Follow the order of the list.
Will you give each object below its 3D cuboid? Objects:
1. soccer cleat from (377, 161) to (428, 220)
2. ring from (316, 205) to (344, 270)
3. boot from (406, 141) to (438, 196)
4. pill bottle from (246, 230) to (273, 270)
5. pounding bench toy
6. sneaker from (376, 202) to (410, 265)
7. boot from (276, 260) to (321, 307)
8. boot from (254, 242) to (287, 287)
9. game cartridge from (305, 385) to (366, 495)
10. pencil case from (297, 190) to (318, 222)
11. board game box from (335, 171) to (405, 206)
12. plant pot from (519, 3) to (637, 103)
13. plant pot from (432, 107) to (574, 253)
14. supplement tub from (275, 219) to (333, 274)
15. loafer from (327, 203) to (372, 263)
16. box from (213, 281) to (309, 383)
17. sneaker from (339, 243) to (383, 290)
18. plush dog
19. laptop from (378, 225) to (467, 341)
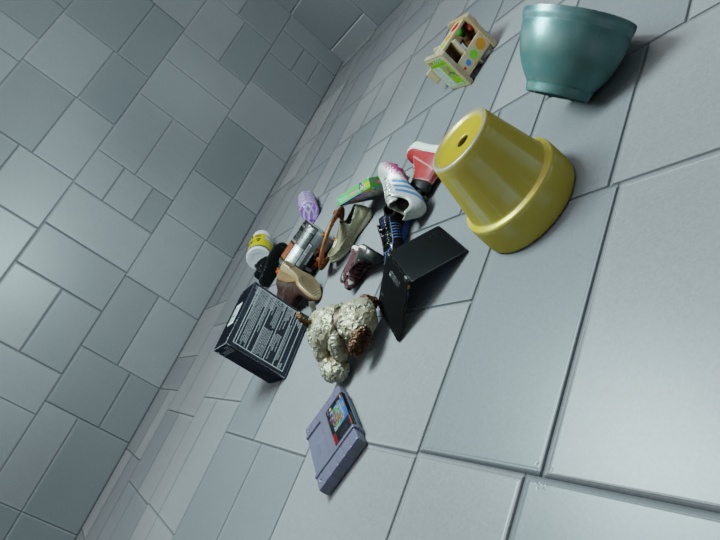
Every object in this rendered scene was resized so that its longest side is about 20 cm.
[{"bbox_3d":[0.085,-0.198,1.381,0.085,0.071,0.201,-23,52,-23],"label":"soccer cleat"},{"bbox_3d":[-0.092,-0.099,1.702,0.200,0.019,0.206,22,-91,-82],"label":"ring"},{"bbox_3d":[0.147,-0.254,1.466,0.146,0.072,0.200,-57,24,1],"label":"boot"},{"bbox_3d":[-0.450,-0.097,2.528,0.115,0.113,0.201,-48,22,19],"label":"pill bottle"},{"bbox_3d":[0.280,-0.643,1.655,0.158,0.123,0.200,-56,20,-1],"label":"pounding bench toy"},{"bbox_3d":[0.071,-0.082,1.364,0.070,0.077,0.203,-39,26,37],"label":"sneaker"},{"bbox_3d":[-0.198,0.086,1.745,0.199,0.071,0.170,39,127,36],"label":"boot"},{"bbox_3d":[-0.372,-0.039,2.315,0.204,0.075,0.168,-61,24,4],"label":"boot"},{"bbox_3d":[-0.053,0.326,1.111,0.132,0.038,0.200,-58,20,7],"label":"game cartridge"},{"bbox_3d":[-0.215,-0.263,2.290,0.201,0.081,0.088,-109,21,-68],"label":"pencil case"},{"bbox_3d":[0.029,-0.236,1.640,0.132,0.030,0.199,-16,-1,-31],"label":"board game box"},{"bbox_3d":[0.370,-0.379,1.005,0.201,0.194,0.138,-116,36,-67],"label":"plant pot"},{"bbox_3d":[0.232,-0.167,0.968,0.201,0.187,0.203,-44,24,25],"label":"plant pot"},{"bbox_3d":[-0.187,-0.052,1.848,0.202,0.121,0.122,-55,20,3],"label":"supplement tub"},{"bbox_3d":[-0.043,-0.117,1.692,0.202,0.068,0.076,-55,20,3],"label":"loafer"},{"bbox_3d":[-0.280,0.181,1.604,0.122,0.196,0.204,-29,32,53],"label":"box"},{"bbox_3d":[0.000,0.000,1.435,0.118,0.074,0.200,-63,10,-4],"label":"sneaker"},{"bbox_3d":[-0.035,0.118,1.228,0.169,0.161,0.203,-23,34,29],"label":"plush dog"},{"bbox_3d":[0.123,0.021,1.193,0.188,0.112,0.206,-119,37,-68],"label":"laptop"}]
